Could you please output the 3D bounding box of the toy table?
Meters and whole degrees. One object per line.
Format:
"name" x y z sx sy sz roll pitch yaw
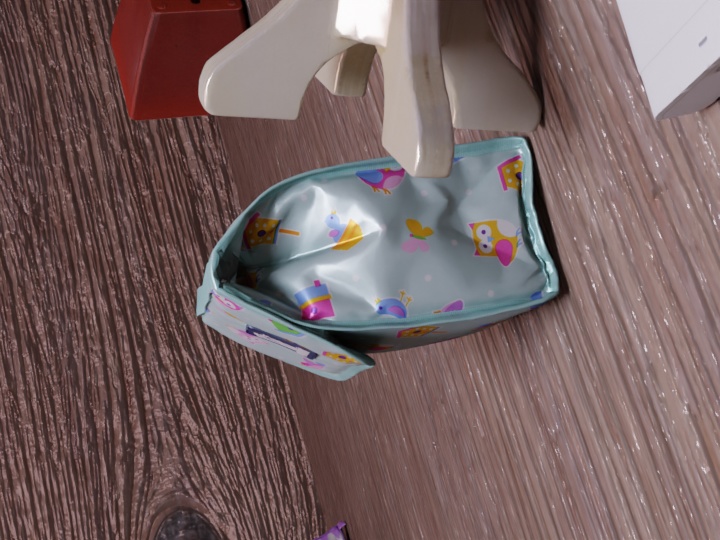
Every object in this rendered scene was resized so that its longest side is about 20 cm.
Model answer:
"toy table" 0.015 -0.133 0.675 0.200 0.183 0.117 -102 20 -66

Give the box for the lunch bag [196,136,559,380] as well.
"lunch bag" 0.000 0.000 0.803 0.170 0.200 0.122 136 120 -79

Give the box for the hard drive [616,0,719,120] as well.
"hard drive" 0.105 -0.167 0.466 0.132 0.026 0.200 120 135 -77

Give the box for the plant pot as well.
"plant pot" -0.263 -0.365 2.005 0.176 0.199 0.200 103 154 -46

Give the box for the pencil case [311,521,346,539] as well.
"pencil case" -0.109 0.496 2.236 0.084 0.200 0.086 172 80 -79
